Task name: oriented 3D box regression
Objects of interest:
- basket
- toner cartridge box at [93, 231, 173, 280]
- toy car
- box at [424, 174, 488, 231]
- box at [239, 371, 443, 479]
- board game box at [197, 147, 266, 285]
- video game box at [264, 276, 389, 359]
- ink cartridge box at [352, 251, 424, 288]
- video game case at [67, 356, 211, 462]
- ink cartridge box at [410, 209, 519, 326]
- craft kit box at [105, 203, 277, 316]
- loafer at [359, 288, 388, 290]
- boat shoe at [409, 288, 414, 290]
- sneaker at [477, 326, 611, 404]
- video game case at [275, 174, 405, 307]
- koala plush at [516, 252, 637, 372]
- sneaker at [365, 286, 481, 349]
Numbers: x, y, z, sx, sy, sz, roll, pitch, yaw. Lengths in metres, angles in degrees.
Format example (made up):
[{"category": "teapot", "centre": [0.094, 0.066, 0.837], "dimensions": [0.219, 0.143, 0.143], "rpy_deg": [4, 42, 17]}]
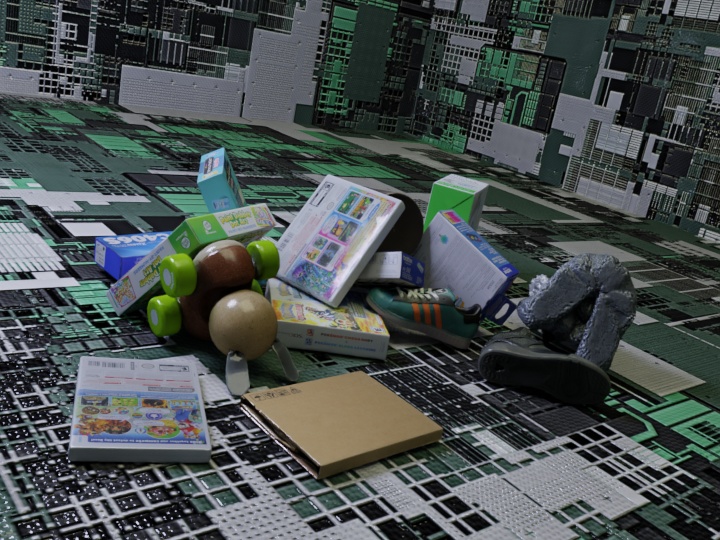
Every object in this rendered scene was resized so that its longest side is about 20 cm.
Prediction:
[{"category": "basket", "centre": [0.021, -0.083, 1.354], "dimensions": [0.176, 0.140, 0.199], "rpy_deg": [-6, 8, -21]}, {"category": "toner cartridge box", "centre": [-0.333, -0.028, 1.262], "dimensions": [0.197, 0.044, 0.094], "rpy_deg": [-9, 28, -45]}, {"category": "toy car", "centre": [-0.165, 0.078, 1.009], "dimensions": [0.162, 0.159, 0.202], "rpy_deg": [-12, 55, -39]}, {"category": "box", "centre": [0.190, -0.087, 1.595], "dimensions": [0.095, 0.205, 0.176], "rpy_deg": [17, 16, 15]}, {"category": "box", "centre": [-0.022, 0.178, 0.907], "dimensions": [0.197, 0.022, 0.162], "rpy_deg": [-4, 23, -42]}, {"category": "board game box", "centre": [-0.217, -0.088, 1.283], "dimensions": [0.046, 0.204, 0.152], "rpy_deg": [-19, 25, 0]}, {"category": "video game box", "centre": [-0.059, 0.070, 1.189], "dimensions": [0.177, 0.048, 0.200], "rpy_deg": [6, 17, -12]}, {"category": "ink cartridge box", "centre": [0.000, 0.000, 1.253], "dimensions": [0.196, 0.045, 0.093], "rpy_deg": [0, -11, 29]}, {"category": "video game case", "centre": [-0.247, 0.151, 0.845], "dimensions": [0.140, 0.018, 0.200], "rpy_deg": [7, 18, -20]}, {"category": "ink cartridge box", "centre": [0.180, 0.013, 1.308], "dimensions": [0.200, 0.137, 0.076], "rpy_deg": [46, 28, 18]}, {"category": "craft kit box", "centre": [-0.247, -0.019, 1.122], "dimensions": [0.049, 0.197, 0.199], "rpy_deg": [54, 28, 6]}, {"category": "loafer", "centre": [-0.005, 0.013, 1.375], "dimensions": [0.195, 0.064, 0.072], "rpy_deg": [15, 17, 9]}, {"category": "boat shoe", "centre": [0.111, 0.032, 1.412], "dimensions": [0.196, 0.072, 0.070], "rpy_deg": [20, 43, 14]}, {"category": "sneaker", "centre": [0.281, 0.138, 1.150], "dimensions": [0.194, 0.078, 0.114], "rpy_deg": [10, 22, 12]}, {"category": "video game case", "centre": [-0.047, -0.054, 1.231], "dimensions": [0.180, 0.202, 0.024], "rpy_deg": [24, -18, 40]}, {"category": "koala plush", "centre": [0.369, 0.068, 1.301], "dimensions": [0.176, 0.185, 0.200], "rpy_deg": [39, -7, 6]}, {"category": "sneaker", "centre": [0.106, 0.056, 1.220], "dimensions": [0.196, 0.081, 0.072], "rpy_deg": [21, 14, -17]}]
